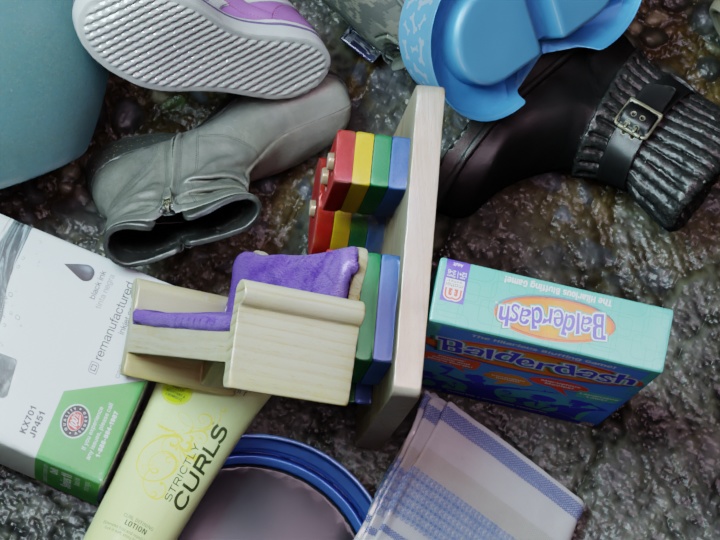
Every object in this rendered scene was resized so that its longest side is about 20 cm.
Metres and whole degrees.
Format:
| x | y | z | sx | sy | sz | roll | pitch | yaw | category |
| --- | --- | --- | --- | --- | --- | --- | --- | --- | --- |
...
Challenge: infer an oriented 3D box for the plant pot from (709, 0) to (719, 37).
| x | y | z | sx | sy | sz | roll | pitch | yaw | category |
| --- | --- | --- | --- | --- | --- | --- | --- | --- | --- |
| 0.352 | -0.207 | 1.767 | 0.200 | 0.187 | 0.187 | -37 | 83 | 0 | plant pot |

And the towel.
| x | y | z | sx | sy | sz | roll | pitch | yaw | category |
| --- | --- | --- | --- | --- | --- | --- | --- | --- | --- |
| 0.057 | 0.199 | 1.667 | 0.147 | 0.024 | 0.200 | 36 | 67 | -18 | towel |

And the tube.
| x | y | z | sx | sy | sz | roll | pitch | yaw | category |
| --- | --- | --- | --- | --- | --- | --- | --- | --- | --- |
| -0.131 | 0.136 | 1.636 | 0.058 | 0.052 | 0.200 | 47 | 61 | -39 | tube |

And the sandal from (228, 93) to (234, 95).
| x | y | z | sx | sy | sz | roll | pitch | yaw | category |
| --- | --- | --- | --- | --- | --- | --- | --- | --- | --- |
| -0.121 | -0.207 | 1.767 | 0.076 | 0.043 | 0.200 | -29 | 77 | -22 | sandal |

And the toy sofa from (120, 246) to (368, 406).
| x | y | z | sx | sy | sz | roll | pitch | yaw | category |
| --- | --- | --- | --- | --- | --- | --- | --- | --- | --- |
| -0.074 | 0.028 | 1.556 | 0.083 | 0.200 | 0.098 | 11 | 86 | -24 | toy sofa |

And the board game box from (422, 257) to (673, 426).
| x | y | z | sx | sy | sz | roll | pitch | yaw | category |
| --- | --- | --- | --- | --- | --- | --- | --- | --- | --- |
| 0.107 | 0.050 | 1.647 | 0.152 | 0.200 | 0.045 | 13 | 75 | -3 | board game box |

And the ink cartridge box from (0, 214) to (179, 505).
| x | y | z | sx | sy | sz | roll | pitch | yaw | category |
| --- | --- | --- | --- | --- | --- | --- | --- | --- | --- |
| -0.236 | 0.046 | 1.664 | 0.200 | 0.083 | 0.147 | 22 | 74 | -1 | ink cartridge box |

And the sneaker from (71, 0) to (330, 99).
| x | y | z | sx | sy | sz | roll | pitch | yaw | category |
| --- | --- | --- | --- | --- | --- | --- | --- | --- | --- |
| -0.122 | -0.177 | 1.662 | 0.200 | 0.073 | 0.114 | 12 | 38 | -45 | sneaker |

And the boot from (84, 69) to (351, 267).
| x | y | z | sx | sy | sz | roll | pitch | yaw | category |
| --- | --- | --- | --- | --- | --- | --- | --- | --- | --- |
| -0.084 | -0.061 | 1.682 | 0.200 | 0.131 | 0.068 | -22 | 119 | -7 | boot |

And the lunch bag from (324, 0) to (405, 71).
| x | y | z | sx | sy | sz | roll | pitch | yaw | category |
| --- | --- | --- | --- | --- | --- | --- | --- | --- | --- |
| 0.036 | -0.262 | 1.747 | 0.168 | 0.139 | 0.200 | 44 | 73 | -20 | lunch bag |

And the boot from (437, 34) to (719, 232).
| x | y | z | sx | sy | sz | roll | pitch | yaw | category |
| --- | --- | --- | --- | --- | --- | --- | --- | --- | --- |
| 0.156 | -0.074 | 1.745 | 0.158 | 0.079 | 0.211 | 45 | 75 | 5 | boot |

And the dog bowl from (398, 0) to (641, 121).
| x | y | z | sx | sy | sz | roll | pitch | yaw | category |
| --- | --- | --- | --- | --- | --- | --- | --- | --- | --- |
| 0.106 | -0.181 | 1.685 | 0.200 | 0.050 | 0.112 | -36 | 123 | -27 | dog bowl |

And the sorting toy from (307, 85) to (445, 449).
| x | y | z | sx | sy | sz | roll | pitch | yaw | category |
| --- | --- | --- | --- | --- | --- | --- | --- | --- | --- |
| 0.000 | 0.000 | 1.645 | 0.069 | 0.199 | 0.201 | 6 | 76 | -6 | sorting toy |

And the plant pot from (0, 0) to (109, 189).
| x | y | z | sx | sy | sz | roll | pitch | yaw | category |
| --- | --- | --- | --- | --- | --- | --- | --- | --- | --- |
| -0.247 | -0.127 | 1.664 | 0.200 | 0.200 | 0.135 | -21 | 102 | -12 | plant pot |

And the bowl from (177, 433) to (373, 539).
| x | y | z | sx | sy | sz | roll | pitch | yaw | category |
| --- | --- | --- | --- | --- | --- | --- | --- | --- | --- |
| -0.075 | 0.210 | 1.668 | 0.200 | 0.039 | 0.201 | 2 | 76 | -7 | bowl |
